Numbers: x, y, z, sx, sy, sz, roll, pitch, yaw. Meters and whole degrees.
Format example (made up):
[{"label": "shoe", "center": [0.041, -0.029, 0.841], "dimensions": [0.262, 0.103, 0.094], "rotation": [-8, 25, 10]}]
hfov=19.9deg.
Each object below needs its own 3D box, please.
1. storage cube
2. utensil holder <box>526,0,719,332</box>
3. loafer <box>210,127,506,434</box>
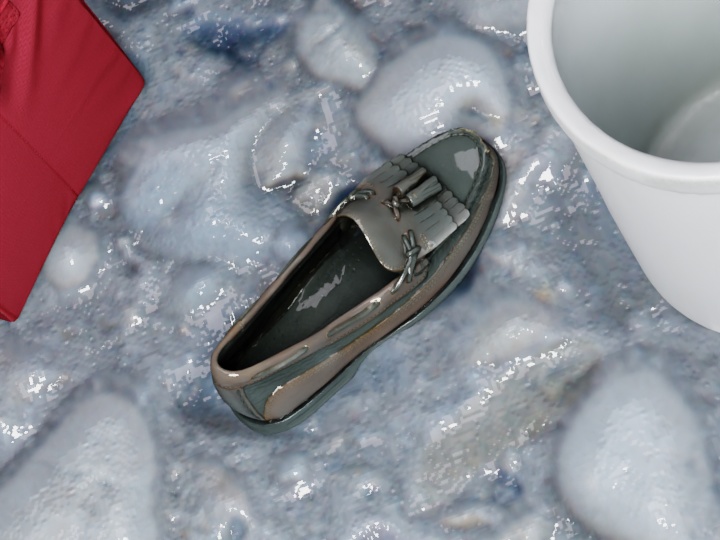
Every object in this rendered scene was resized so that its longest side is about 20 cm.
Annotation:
[{"label": "storage cube", "center": [-0.257, -0.100, 1.150], "dimensions": [0.199, 0.180, 0.172], "rotation": [19, 74, 26]}, {"label": "utensil holder", "center": [0.182, -0.075, 0.966], "dimensions": [0.169, 0.200, 0.171], "rotation": [-8, 63, 16]}, {"label": "loafer", "center": [0.000, 0.000, 1.076], "dimensions": [0.072, 0.063, 0.200], "rotation": [38, 83, 30]}]
